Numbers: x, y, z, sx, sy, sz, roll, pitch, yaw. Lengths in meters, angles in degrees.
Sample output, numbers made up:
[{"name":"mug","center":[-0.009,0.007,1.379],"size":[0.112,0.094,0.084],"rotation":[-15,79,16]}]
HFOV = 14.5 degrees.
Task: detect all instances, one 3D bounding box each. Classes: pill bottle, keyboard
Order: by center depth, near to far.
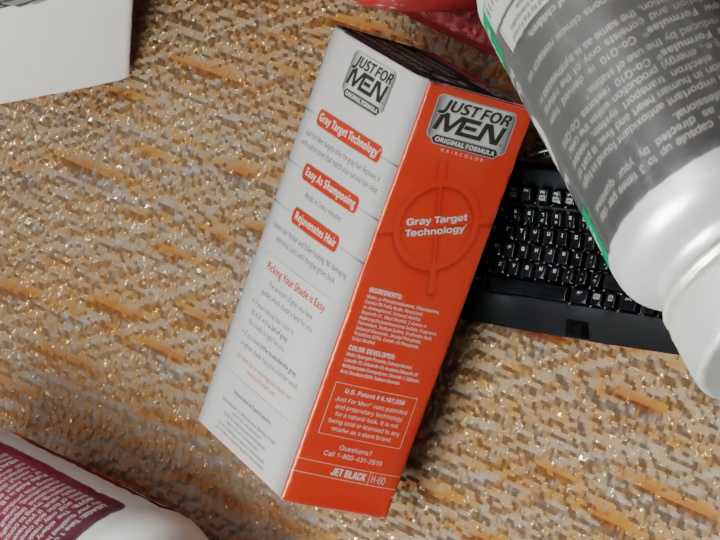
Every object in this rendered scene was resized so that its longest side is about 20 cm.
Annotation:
[{"name":"pill bottle","center":[0.135,-0.055,1.140],"size":[0.113,0.113,0.200],"rotation":[-41,58,28]},{"name":"keyboard","center":[0.097,-0.022,1.243],"size":[0.200,0.040,0.104],"rotation":[8,85,43]},{"name":"pill bottle","center":[-0.138,0.156,1.366],"size":[0.200,0.114,0.114],"rotation":[21,94,45]}]

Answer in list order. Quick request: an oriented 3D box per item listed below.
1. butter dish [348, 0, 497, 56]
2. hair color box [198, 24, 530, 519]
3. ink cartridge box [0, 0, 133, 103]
[{"name":"butter dish","center":[-0.009,-0.202,1.271],"size":[0.200,0.148,0.199],"rotation":[31,125,29]},{"name":"hair color box","center":[0.000,0.000,1.289],"size":[0.102,0.061,0.200],"rotation":[37,111,57]},{"name":"ink cartridge box","center":[-0.171,-0.205,1.445],"size":[0.200,0.084,0.145],"rotation":[100,153,-52]}]
